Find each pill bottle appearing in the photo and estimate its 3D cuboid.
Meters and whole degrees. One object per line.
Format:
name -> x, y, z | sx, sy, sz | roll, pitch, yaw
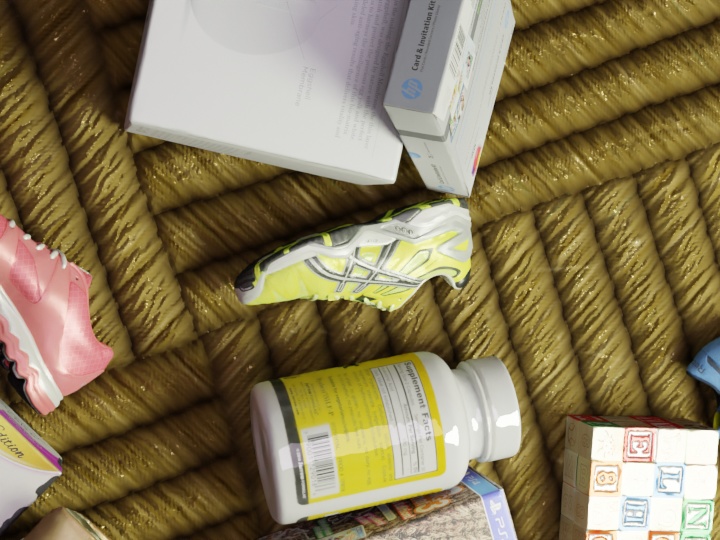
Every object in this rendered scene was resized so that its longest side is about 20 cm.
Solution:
pill bottle -> 0.019, 0.125, 1.028 | 0.199, 0.111, 0.112 | -9, 95, -12

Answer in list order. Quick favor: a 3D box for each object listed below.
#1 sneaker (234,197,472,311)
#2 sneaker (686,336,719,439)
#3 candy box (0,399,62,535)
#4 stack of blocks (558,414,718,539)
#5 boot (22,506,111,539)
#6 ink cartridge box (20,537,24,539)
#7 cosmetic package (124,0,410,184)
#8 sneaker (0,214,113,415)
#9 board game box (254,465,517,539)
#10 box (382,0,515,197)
sneaker -> 0.000, 0.000, 1.035 | 0.199, 0.075, 0.077 | -16, 96, -10
sneaker -> 0.351, 0.145, 1.134 | 0.078, 0.066, 0.201 | -33, 100, 3
candy box -> -0.339, 0.171, 0.974 | 0.136, 0.061, 0.200 | 45, 83, -12
stack of blocks -> 0.231, 0.227, 1.109 | 0.114, 0.059, 0.202 | 4, 92, -13
boot -> -0.279, 0.241, 0.936 | 0.200, 0.066, 0.175 | -43, 125, -6
ink cartridge box -> -0.206, 0.319, 1.021 | 0.199, 0.050, 0.162 | 25, 88, -11
cosmetic package -> -0.059, -0.182, 0.985 | 0.199, 0.123, 0.201 | 12, 90, -12
sneaker -> -0.251, 0.004, 0.987 | 0.086, 0.074, 0.201 | -27, 108, -22
board game box -> 0.030, 0.269, 1.046 | 0.199, 0.097, 0.161 | -18, 97, -11
box -> 0.071, -0.157, 0.970 | 0.041, 0.200, 0.157 | 12, 81, 15
